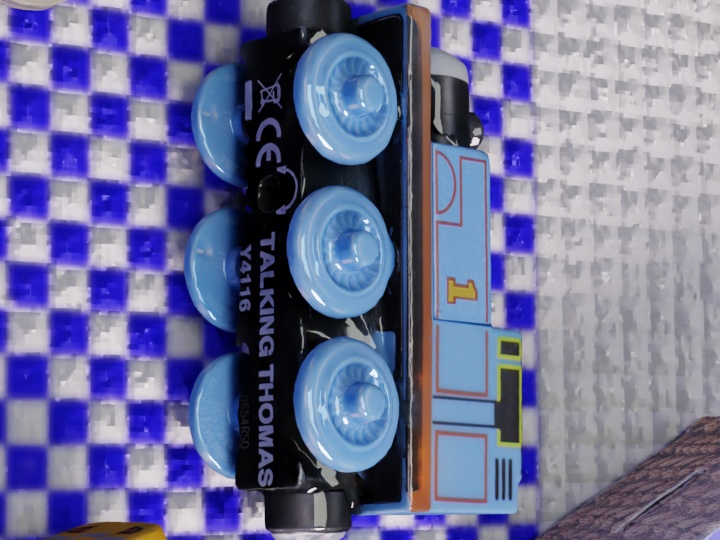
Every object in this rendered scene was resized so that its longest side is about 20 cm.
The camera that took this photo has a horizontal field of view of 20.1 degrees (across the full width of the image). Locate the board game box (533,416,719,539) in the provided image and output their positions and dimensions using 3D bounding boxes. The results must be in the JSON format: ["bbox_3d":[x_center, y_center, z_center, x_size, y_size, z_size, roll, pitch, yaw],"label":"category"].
[{"bbox_3d":[0.154,0.181,0.812,0.159,0.097,0.201,-29,102,-33],"label":"board game box"}]

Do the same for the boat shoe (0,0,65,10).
[{"bbox_3d":[-0.082,-0.184,0.653,0.075,0.072,0.201,11,80,-31],"label":"boat shoe"}]

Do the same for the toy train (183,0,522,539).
[{"bbox_3d":[0.000,0.000,0.738,0.114,0.087,0.201,8,79,-43],"label":"toy train"}]

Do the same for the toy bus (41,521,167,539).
[{"bbox_3d":[-0.081,0.190,0.671,0.078,0.065,0.201,-19,95,-36],"label":"toy bus"}]
